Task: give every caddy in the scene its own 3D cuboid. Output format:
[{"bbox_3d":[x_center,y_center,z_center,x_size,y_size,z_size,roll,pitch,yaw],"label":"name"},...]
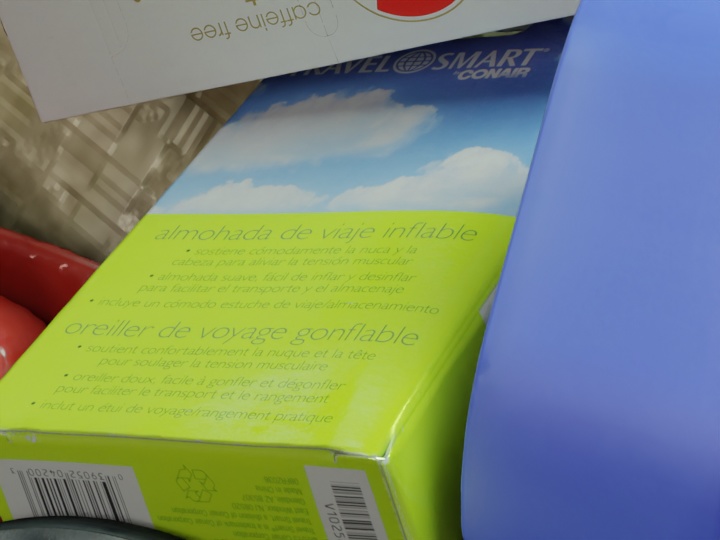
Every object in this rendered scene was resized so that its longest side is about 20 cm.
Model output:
[{"bbox_3d":[0.103,0.008,0.708,0.105,0.141,0.201,13,84,22],"label":"caddy"}]

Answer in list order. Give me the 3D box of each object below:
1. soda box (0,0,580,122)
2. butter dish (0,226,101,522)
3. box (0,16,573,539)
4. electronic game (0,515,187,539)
[{"bbox_3d":[-0.003,-0.096,0.809,0.200,0.068,0.064,-10,112,29],"label":"soda box"},{"bbox_3d":[-0.175,0.063,0.819,0.200,0.148,0.200,17,83,0],"label":"butter dish"},{"bbox_3d":[0.000,0.000,0.767,0.122,0.200,0.048,1,125,30],"label":"box"},{"bbox_3d":[-0.059,0.156,0.729,0.200,0.042,0.201,8,108,25],"label":"electronic game"}]
